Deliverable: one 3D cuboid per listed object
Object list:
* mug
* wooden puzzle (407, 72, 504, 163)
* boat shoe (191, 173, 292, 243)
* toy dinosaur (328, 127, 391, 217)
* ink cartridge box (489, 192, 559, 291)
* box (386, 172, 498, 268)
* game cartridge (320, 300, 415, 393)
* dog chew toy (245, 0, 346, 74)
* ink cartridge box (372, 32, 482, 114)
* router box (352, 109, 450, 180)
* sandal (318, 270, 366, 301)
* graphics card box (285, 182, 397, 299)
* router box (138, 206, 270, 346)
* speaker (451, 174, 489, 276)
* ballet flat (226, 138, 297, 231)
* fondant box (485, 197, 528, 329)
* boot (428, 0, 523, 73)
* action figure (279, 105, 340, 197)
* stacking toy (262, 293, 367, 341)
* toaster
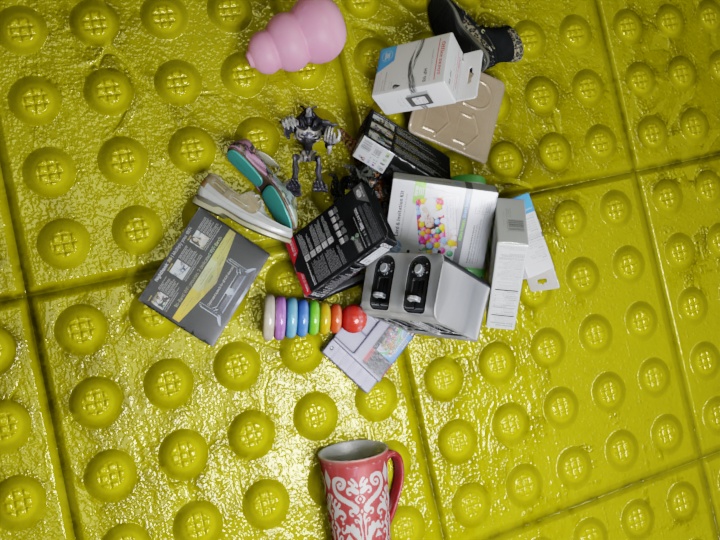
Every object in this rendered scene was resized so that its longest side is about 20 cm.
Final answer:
[{"bbox_3d":[0.016,0.430,1.165,0.174,0.133,0.205,-5,90,-14],"label":"mug"},{"bbox_3d":[0.201,-0.343,1.333,0.197,0.046,0.189,20,80,-18],"label":"wooden puzzle"},{"bbox_3d":[-0.210,-0.115,1.168,0.197,0.075,0.069,25,85,-5],"label":"boat shoe"},{"bbox_3d":[0.007,-0.180,1.245,0.200,0.103,0.135,46,44,10],"label":"toy dinosaur"},{"bbox_3d":[0.325,-0.045,1.301,0.066,0.116,0.204,-19,90,-17],"label":"ink cartridge box"},{"bbox_3d":[0.148,-0.093,1.192,0.196,0.041,0.159,9,116,1],"label":"box"},{"bbox_3d":[0.031,0.125,1.246,0.129,0.038,0.201,41,76,-4],"label":"game cartridge"},{"bbox_3d":[-0.128,-0.443,1.211,0.197,0.124,0.126,-27,92,-8],"label":"dog chew toy"},{"bbox_3d":[0.129,-0.385,1.225,0.067,0.197,0.118,37,57,-51],"label":"ink cartridge box"},{"bbox_3d":[0.086,-0.223,1.238,0.198,0.150,0.051,30,122,-11],"label":"router box"},{"bbox_3d":[0.000,0.000,1.229,0.197,0.075,0.046,-24,83,-14],"label":"sandal"},{"bbox_3d":[-0.039,-0.051,1.155,0.051,0.199,0.127,15,45,-54],"label":"graphics card box"},{"bbox_3d":[-0.283,0.013,1.155,0.156,0.052,0.202,34,77,-10],"label":"router box"},{"bbox_3d":[0.219,-0.088,1.291,0.087,0.088,0.205,3,84,-15],"label":"speaker"},{"bbox_3d":[-0.171,-0.171,1.203,0.201,0.069,0.071,51,55,-6],"label":"ballet flat"},{"bbox_3d":[0.272,-0.013,1.185,0.057,0.203,0.146,5,40,7],"label":"fondant box"},{"bbox_3d":[0.247,-0.512,1.350,0.152,0.074,0.205,-20,70,-34],"label":"boot"},{"bbox_3d":[-0.096,-0.246,1.192,0.116,0.102,0.204,2,69,-12],"label":"action figure"},{"bbox_3d":[-0.084,0.092,1.180,0.196,0.085,0.087,3,84,-10],"label":"stacking toy"},{"bbox_3d":[0.122,0.047,1.148,0.199,0.179,0.121,26,74,-44],"label":"toaster"}]
